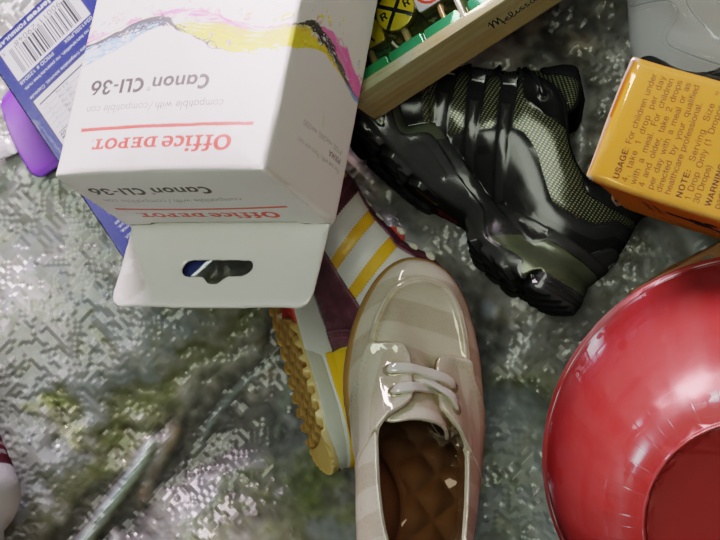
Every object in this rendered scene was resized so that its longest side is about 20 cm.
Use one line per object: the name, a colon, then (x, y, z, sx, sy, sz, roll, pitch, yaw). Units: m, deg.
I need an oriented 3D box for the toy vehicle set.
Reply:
toy vehicle set: (0.061, -0.175, 1.138, 0.200, 0.027, 0.124, -32, 60, 17)

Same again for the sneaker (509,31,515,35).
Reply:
sneaker: (0.093, -0.196, 1.185, 0.091, 0.078, 0.200, 40, 100, 43)

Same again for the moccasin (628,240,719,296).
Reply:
moccasin: (0.215, -0.036, 1.151, 0.201, 0.074, 0.078, -42, 84, 14)

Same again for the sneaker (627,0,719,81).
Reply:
sneaker: (0.208, -0.140, 1.127, 0.200, 0.075, 0.115, -9, 111, 28)

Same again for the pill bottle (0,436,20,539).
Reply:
pill bottle: (-0.239, 0.087, 1.210, 0.113, 0.113, 0.200, -27, 76, 8)

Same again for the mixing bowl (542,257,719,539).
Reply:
mixing bowl: (0.177, 0.100, 1.086, 0.200, 0.108, 0.200, 2, 102, 9)

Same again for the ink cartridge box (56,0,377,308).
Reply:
ink cartridge box: (-0.065, -0.086, 1.116, 0.116, 0.067, 0.200, -1, 69, 30)

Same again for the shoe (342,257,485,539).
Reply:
shoe: (0.030, 0.092, 1.115, 0.070, 0.053, 0.200, 5, 82, -20)

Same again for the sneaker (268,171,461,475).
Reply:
sneaker: (0.000, 0.000, 1.198, 0.090, 0.075, 0.200, -10, 74, -11)

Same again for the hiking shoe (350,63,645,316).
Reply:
hiking shoe: (0.059, -0.072, 1.196, 0.101, 0.076, 0.200, -44, 82, -8)

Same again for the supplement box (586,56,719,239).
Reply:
supplement box: (0.207, -0.035, 1.079, 0.200, 0.067, 0.069, 16, 84, 22)

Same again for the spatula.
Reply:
spatula: (-0.217, -0.051, 1.273, 0.200, 0.021, 0.057, -29, 70, 8)

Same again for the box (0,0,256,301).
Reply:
box: (-0.094, -0.081, 1.191, 0.121, 0.032, 0.200, -41, 54, 7)
